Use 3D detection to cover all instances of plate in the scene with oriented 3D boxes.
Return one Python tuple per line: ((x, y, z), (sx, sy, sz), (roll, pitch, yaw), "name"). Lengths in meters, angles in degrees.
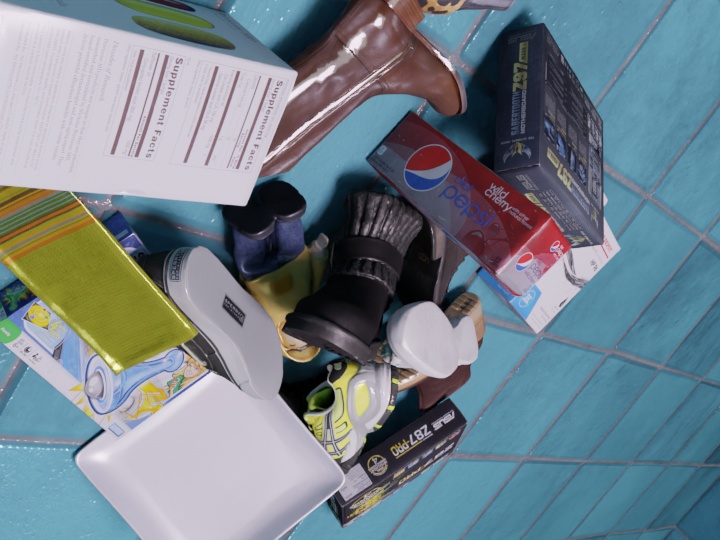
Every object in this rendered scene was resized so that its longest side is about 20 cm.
((-0.150, 0.201, 0.806), (0.200, 0.200, 0.032), (-39, -175, -6), "plate")

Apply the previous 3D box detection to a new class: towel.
((-0.214, -0.001, 0.586), (0.086, 0.018, 0.200), (-23, 124, 17), "towel")

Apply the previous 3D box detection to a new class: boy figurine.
((-0.081, 0.015, 0.756), (0.124, 0.064, 0.200), (-29, 137, -23), "boy figurine")

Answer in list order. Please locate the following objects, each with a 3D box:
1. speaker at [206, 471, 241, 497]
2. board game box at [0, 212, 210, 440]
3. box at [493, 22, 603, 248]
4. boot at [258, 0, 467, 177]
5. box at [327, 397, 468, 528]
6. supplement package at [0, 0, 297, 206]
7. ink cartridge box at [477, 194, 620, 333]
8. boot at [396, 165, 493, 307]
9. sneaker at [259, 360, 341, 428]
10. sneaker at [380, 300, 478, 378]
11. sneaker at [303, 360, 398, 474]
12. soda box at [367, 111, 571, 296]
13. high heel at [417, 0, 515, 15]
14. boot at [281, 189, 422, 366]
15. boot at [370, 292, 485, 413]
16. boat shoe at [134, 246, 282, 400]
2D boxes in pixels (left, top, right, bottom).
((-0.178, 0.287, 0.899), (0.088, 0.088, 0.200), (-1, 125, -41), "speaker")
((-0.216, 0.057, 0.698), (0.135, 0.034, 0.200), (-37, 141, -9), "board game box")
((0.200, -0.130, 0.810), (0.200, 0.051, 0.158), (31, 58, -50), "box")
((-0.015, -0.136, 0.683), (0.200, 0.064, 0.186), (-43, 141, 3), "boot")
((0.046, 0.266, 1.073), (0.200, 0.049, 0.161), (-30, 159, -17), "box")
((-0.164, -0.123, 0.519), (0.200, 0.114, 0.110), (1, 125, -43), "supplement package")
((0.259, -0.028, 1.010), (0.200, 0.068, 0.116), (-47, 142, 3), "ink cartridge box")
((0.128, -0.035, 0.892), (0.174, 0.069, 0.200), (-28, 143, -27), "boot")
((-0.038, 0.141, 0.914), (0.104, 0.060, 0.200), (-45, 145, 0), "sneaker")
((0.055, 0.078, 0.811), (0.088, 0.075, 0.200), (-11, 168, 22), "sneaker")
((-0.029, 0.160, 0.845), (0.076, 0.075, 0.200), (19, 126, -12), "sneaker")
((0.096, -0.065, 0.728), (0.070, 0.200, 0.063), (-46, 142, 4), "soda box")
((0.111, -0.298, 0.630), (0.142, 0.071, 0.200), (-15, 143, -40), "high heel")
((-0.002, -0.001, 0.722), (0.211, 0.079, 0.158), (39, 70, -83), "boot")
((0.085, 0.133, 0.984), (0.200, 0.072, 0.166), (-34, 143, -31), "boot")
((-0.129, 0.049, 0.692), (0.200, 0.064, 0.071), (63, 32, -45), "boat shoe")
